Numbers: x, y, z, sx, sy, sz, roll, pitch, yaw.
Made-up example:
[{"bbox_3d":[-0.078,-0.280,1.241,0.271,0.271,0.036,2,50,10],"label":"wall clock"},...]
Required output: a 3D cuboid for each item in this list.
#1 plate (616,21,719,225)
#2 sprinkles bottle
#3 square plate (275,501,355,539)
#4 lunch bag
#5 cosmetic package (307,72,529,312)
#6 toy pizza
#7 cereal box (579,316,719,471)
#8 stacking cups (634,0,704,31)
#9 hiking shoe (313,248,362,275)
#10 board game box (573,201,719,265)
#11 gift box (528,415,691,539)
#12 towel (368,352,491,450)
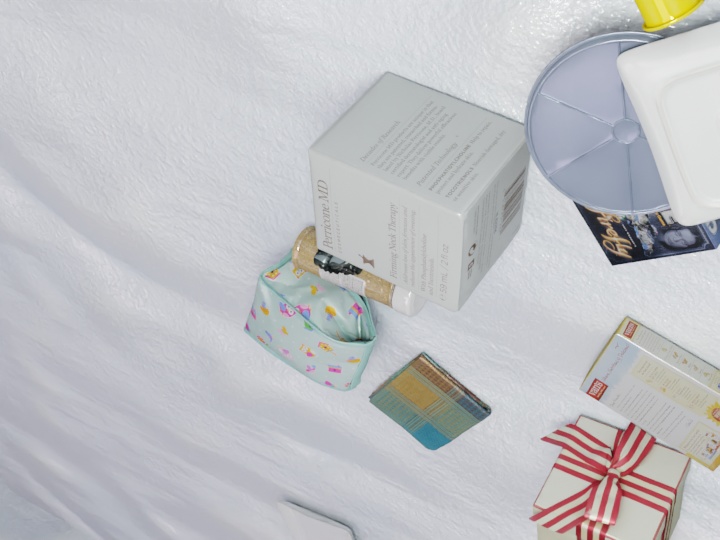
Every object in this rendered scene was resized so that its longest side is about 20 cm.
[{"bbox_3d":[0.357,-0.135,0.944,0.199,0.032,0.200,-14,120,29],"label":"plate"},{"bbox_3d":[0.000,0.000,1.466,0.200,0.068,0.068,22,143,24],"label":"sprinkles bottle"},{"bbox_3d":[-0.076,0.585,2.257,0.200,0.028,0.198,14,139,33],"label":"square plate"},{"bbox_3d":[-0.064,0.083,1.580,0.200,0.122,0.170,39,146,12],"label":"lunch bag"},{"bbox_3d":[0.070,-0.092,1.204,0.200,0.166,0.168,25,144,23],"label":"cosmetic package"},{"bbox_3d":[0.261,-0.143,1.015,0.200,0.032,0.201,10,129,13],"label":"toy pizza"},{"bbox_3d":[0.388,0.156,1.299,0.200,0.040,0.144,32,146,12],"label":"cereal box"},{"bbox_3d":[0.229,-0.309,0.904,0.060,0.061,0.200,-13,116,50],"label":"stacking cups"},{"bbox_3d":[0.033,-0.038,1.384,0.199,0.087,0.074,3,171,15],"label":"hiking shoe"},{"bbox_3d":[0.283,-0.099,1.108,0.135,0.035,0.200,-11,121,49],"label":"board game box"},{"bbox_3d":[0.328,0.324,1.425,0.200,0.185,0.187,15,142,22],"label":"gift box"},{"bbox_3d":[0.108,0.213,1.655,0.147,0.022,0.200,40,145,-2],"label":"towel"}]
